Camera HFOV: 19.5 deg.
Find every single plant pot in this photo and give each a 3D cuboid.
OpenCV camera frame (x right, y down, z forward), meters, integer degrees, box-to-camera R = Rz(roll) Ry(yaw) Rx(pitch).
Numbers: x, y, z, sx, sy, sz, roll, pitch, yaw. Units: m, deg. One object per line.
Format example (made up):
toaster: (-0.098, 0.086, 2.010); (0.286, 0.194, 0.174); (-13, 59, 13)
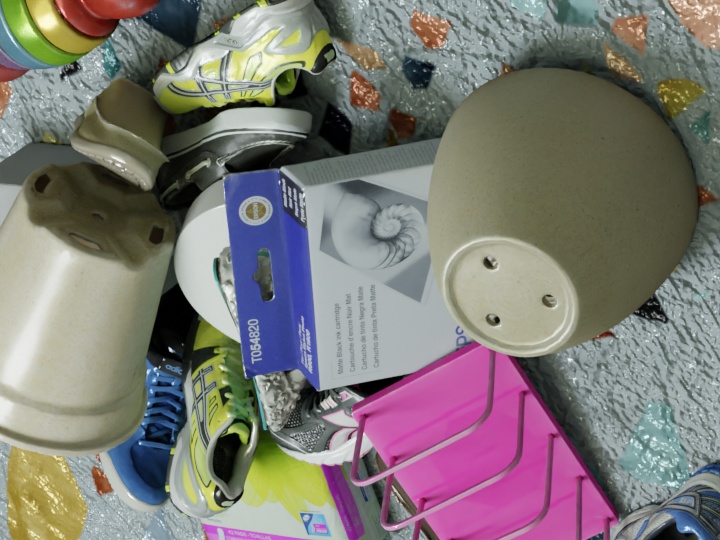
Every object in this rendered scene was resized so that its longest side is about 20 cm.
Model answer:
plant pot: (-0.243, 0.019, 1.750); (0.200, 0.200, 0.184); (36, 123, 15)

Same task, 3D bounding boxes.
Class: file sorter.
file sorter: (0.098, 0.184, 1.662); (0.138, 0.126, 0.201); (-28, 112, 19)

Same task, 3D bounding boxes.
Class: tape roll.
tape roll: (-0.054, -0.001, 1.725); (0.201, 0.037, 0.204); (9, 139, 8)

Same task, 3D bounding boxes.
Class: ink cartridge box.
ink cartridge box: (0.000, 0.000, 1.636); (0.041, 0.198, 0.201); (-111, 13, -54)

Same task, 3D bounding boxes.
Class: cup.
cup: (0.126, -0.021, 1.493); (0.198, 0.144, 0.202); (14, 129, 17)

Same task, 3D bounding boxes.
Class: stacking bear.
stacking bear: (-0.243, -0.231, 1.733); (0.199, 0.121, 0.114); (-13, 109, 38)

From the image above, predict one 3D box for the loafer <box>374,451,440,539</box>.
loafer: (0.077, 0.219, 1.807); (0.200, 0.073, 0.071); (50, 140, 1)

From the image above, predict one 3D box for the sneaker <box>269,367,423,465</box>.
sneaker: (-0.001, 0.103, 1.769); (0.199, 0.081, 0.086); (-15, 135, 32)

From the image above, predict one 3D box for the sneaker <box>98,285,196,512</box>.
sneaker: (-0.180, 0.109, 1.893); (0.076, 0.202, 0.111); (17, 146, -29)

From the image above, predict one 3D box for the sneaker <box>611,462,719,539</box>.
sneaker: (0.235, 0.227, 1.663); (0.077, 0.085, 0.200); (42, 140, 9)

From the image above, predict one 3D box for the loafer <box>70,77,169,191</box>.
loafer: (-0.196, -0.121, 1.737); (0.075, 0.069, 0.200); (31, -175, -20)

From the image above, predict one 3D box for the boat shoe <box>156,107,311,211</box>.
boat shoe: (-0.104, -0.089, 1.728); (0.199, 0.070, 0.064); (-15, 73, 54)

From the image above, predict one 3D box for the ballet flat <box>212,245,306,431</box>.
ballet flat: (-0.070, 0.058, 1.721); (0.071, 0.072, 0.201); (21, 144, 30)

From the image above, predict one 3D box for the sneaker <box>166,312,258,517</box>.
sneaker: (-0.113, 0.116, 1.830); (0.076, 0.075, 0.202); (-9, 73, 52)

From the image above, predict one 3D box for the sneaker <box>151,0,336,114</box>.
sneaker: (-0.097, -0.159, 1.677); (0.199, 0.075, 0.077); (-26, 101, 50)

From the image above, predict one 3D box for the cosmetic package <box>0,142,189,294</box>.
cosmetic package: (-0.243, -0.047, 1.888); (0.199, 0.090, 0.108); (12, 128, 39)

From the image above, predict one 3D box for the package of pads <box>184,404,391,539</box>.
package of pads: (-0.081, 0.190, 1.933); (0.199, 0.068, 0.156); (0, 120, 41)
